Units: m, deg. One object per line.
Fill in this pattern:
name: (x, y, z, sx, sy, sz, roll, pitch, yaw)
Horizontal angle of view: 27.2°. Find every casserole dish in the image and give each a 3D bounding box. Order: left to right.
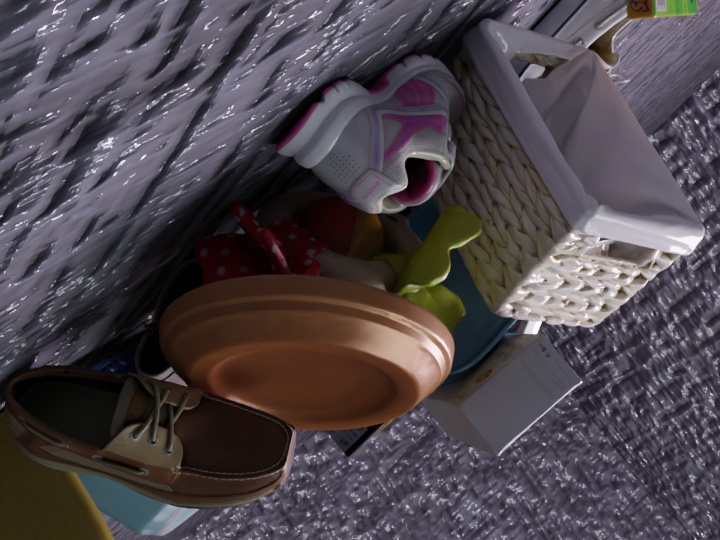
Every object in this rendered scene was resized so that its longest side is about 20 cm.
casserole dish: (0.062, 0.018, 1.137, 0.200, 0.121, 0.039, -44, 162, -41)

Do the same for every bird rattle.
bird rattle: (-0.020, -0.006, 1.060, 0.163, 0.198, 0.114, -104, -160, -64)

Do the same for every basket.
basket: (0.137, -0.068, 1.111, 0.135, 0.201, 0.124, 8, 135, -39)

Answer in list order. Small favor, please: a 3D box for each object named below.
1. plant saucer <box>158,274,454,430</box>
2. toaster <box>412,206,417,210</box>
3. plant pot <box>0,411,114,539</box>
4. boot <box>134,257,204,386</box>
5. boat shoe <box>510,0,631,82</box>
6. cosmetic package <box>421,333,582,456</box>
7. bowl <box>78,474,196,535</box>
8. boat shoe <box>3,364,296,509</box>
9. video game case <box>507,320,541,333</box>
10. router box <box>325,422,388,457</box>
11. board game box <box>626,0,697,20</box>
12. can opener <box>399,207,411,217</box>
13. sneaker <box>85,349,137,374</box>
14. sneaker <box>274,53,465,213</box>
plant saucer: (-0.037, 0.062, 0.992, 0.200, 0.198, 0.038, 128, -29, -59)
toaster: (0.009, 0.005, 1.359, 0.200, 0.119, 0.181, -43, 172, 16)
plant pot: (-0.259, 0.248, 1.082, 0.195, 0.200, 0.194, -39, 173, -21)
boot: (-0.094, 0.022, 1.112, 0.202, 0.070, 0.146, -68, 156, -12)
boat shoe: (0.197, -0.190, 1.299, 0.074, 0.086, 0.202, -32, 169, -47)
cosmetic package: (0.099, 0.090, 1.135, 0.082, 0.051, 0.200, -42, -177, -7)
bowl: (-0.188, 0.189, 1.493, 0.200, 0.105, 0.201, -41, 173, -6)
boat shoe: (-0.143, 0.105, 0.975, 0.074, 0.198, 0.076, 80, 18, -62)
video game case: (0.124, -0.015, 1.427, 0.024, 0.182, 0.202, 9, 110, -36)
router box: (0.059, 0.070, 1.324, 0.157, 0.052, 0.200, -37, 172, -35)
board game box: (0.236, -0.246, 1.161, 0.030, 0.097, 0.200, -1, -171, 25)
can opener: (0.000, 0.000, 1.218, 0.079, 0.063, 0.202, -60, 166, -59)
sneaker: (-0.170, 0.096, 1.161, 0.077, 0.071, 0.199, -22, 175, 32)
sneaker: (0.024, -0.084, 1.015, 0.081, 0.088, 0.200, -45, 172, 33)
